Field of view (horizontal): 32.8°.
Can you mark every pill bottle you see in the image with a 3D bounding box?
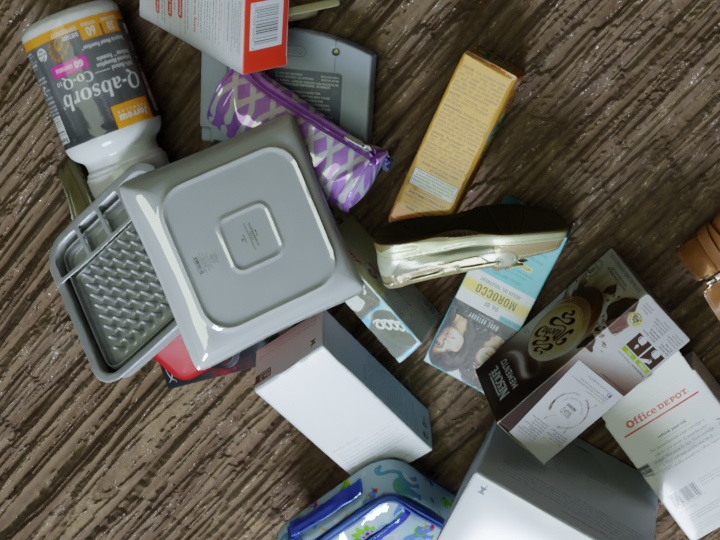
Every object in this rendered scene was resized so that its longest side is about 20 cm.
[{"bbox_3d":[-0.291,-0.190,1.366,0.115,0.116,0.202,-18,99,19],"label":"pill bottle"}]

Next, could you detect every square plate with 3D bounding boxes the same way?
[{"bbox_3d":[-0.112,-0.031,1.220,0.197,0.028,0.202,-25,97,-20],"label":"square plate"}]

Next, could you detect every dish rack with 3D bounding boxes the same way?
[{"bbox_3d":[-0.239,0.004,1.299,0.171,0.043,0.201,-40,58,15],"label":"dish rack"}]

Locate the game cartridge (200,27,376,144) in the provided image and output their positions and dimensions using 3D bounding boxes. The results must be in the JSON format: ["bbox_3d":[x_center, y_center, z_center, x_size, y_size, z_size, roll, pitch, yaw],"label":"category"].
[{"bbox_3d":[-0.080,-0.200,1.347,0.198,0.042,0.135,8,102,14],"label":"game cartridge"}]

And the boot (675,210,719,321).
[{"bbox_3d":[0.431,0.011,1.239,0.154,0.074,0.201,-36,80,20],"label":"boot"}]

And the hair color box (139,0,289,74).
[{"bbox_3d":[-0.155,-0.287,1.272,0.199,0.061,0.102,34,130,39],"label":"hair color box"}]

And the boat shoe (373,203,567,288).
[{"bbox_3d":[0.115,-0.022,1.263,0.198,0.073,0.064,-8,118,5],"label":"boat shoe"}]

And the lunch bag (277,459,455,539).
[{"bbox_3d":[0.010,0.310,1.395,0.199,0.083,0.160,-37,124,22],"label":"lunch bag"}]

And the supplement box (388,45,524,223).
[{"bbox_3d":[0.101,-0.132,1.296,0.068,0.067,0.202,25,110,8],"label":"supplement box"}]

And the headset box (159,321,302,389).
[{"bbox_3d":[-0.147,0.036,1.405,0.198,0.077,0.150,-14,100,20],"label":"headset box"}]

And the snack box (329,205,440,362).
[{"bbox_3d":[0.000,0.000,1.332,0.037,0.116,0.200,-42,90,19],"label":"snack box"}]

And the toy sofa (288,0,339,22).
[{"bbox_3d":[-0.096,-0.362,1.284,0.097,0.082,0.202,5,110,57],"label":"toy sofa"}]

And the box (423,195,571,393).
[{"bbox_3d":[0.148,0.027,1.333,0.082,0.049,0.201,27,109,8],"label":"box"}]

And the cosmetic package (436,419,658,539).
[{"bbox_3d":[0.201,0.267,1.300,0.198,0.200,0.124,29,110,7],"label":"cosmetic package"}]

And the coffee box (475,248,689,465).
[{"bbox_3d":[0.225,0.088,1.267,0.200,0.113,0.080,-43,113,11],"label":"coffee box"}]

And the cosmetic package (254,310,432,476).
[{"bbox_3d":[-0.017,0.144,1.354,0.101,0.074,0.200,-32,121,19],"label":"cosmetic package"}]

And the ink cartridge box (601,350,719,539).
[{"bbox_3d":[0.343,0.170,1.304,0.116,0.068,0.201,-36,93,21],"label":"ink cartridge box"}]

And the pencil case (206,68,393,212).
[{"bbox_3d":[-0.066,-0.142,1.294,0.199,0.084,0.086,31,145,5],"label":"pencil case"}]

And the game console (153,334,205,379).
[{"bbox_3d":[-0.175,-0.004,1.354,0.199,0.119,0.172,-31,123,21],"label":"game console"}]

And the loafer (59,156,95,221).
[{"bbox_3d":[-0.313,-0.038,1.433,0.067,0.076,0.202,-17,99,13],"label":"loafer"}]
